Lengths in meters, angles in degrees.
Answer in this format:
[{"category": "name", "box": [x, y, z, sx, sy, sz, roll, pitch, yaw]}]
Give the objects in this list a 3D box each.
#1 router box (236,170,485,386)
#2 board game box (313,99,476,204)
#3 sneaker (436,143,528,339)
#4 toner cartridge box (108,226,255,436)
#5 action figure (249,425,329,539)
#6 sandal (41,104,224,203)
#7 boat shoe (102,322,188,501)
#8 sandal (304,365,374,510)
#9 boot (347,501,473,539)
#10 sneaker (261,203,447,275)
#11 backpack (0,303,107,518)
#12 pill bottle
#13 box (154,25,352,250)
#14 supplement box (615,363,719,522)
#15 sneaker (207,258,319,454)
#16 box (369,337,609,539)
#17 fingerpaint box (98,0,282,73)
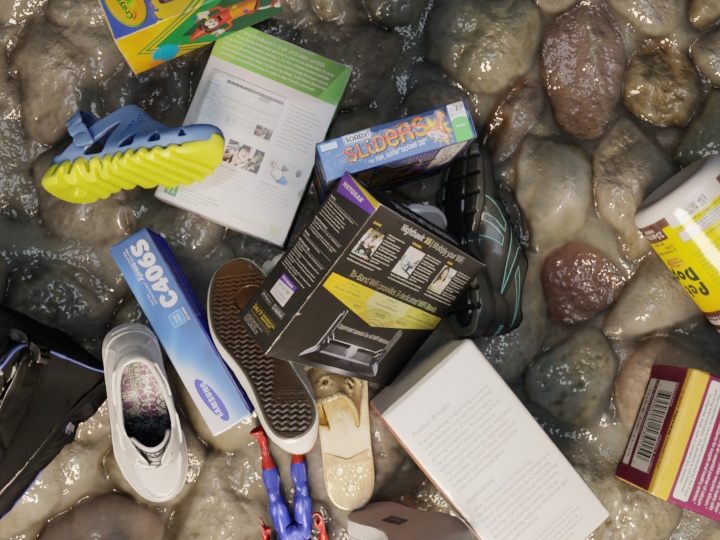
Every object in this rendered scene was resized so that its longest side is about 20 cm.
[{"category": "router box", "box": [0.008, 0.017, 0.752, 0.158, 0.199, 0.052, -52, 55, 10]}, {"category": "board game box", "box": [0.024, -0.103, 0.785, 0.134, 0.200, 0.035, -17, 89, -5]}, {"category": "sneaker", "box": [0.127, -0.029, 0.863, 0.078, 0.075, 0.203, 4, 80, -30]}, {"category": "toner cartridge box", "box": [-0.169, 0.059, 0.816, 0.043, 0.095, 0.202, -30, 88, -4]}, {"category": "action figure", "box": [-0.067, 0.256, 0.836, 0.065, 0.052, 0.203, -11, 90, -8]}, {"category": "sandal", "box": [-0.223, -0.124, 0.815, 0.197, 0.079, 0.088, -4, 73, 18]}, {"category": "boat shoe", "box": [-0.197, 0.148, 0.782, 0.071, 0.069, 0.202, -6, 118, -17]}, {"category": "sandal", "box": [-0.024, 0.135, 0.832, 0.077, 0.070, 0.215, -12, 87, -4]}, {"category": "boot", "box": [0.052, 0.279, 0.771, 0.073, 0.200, 0.097, -16, 91, -22]}, {"category": "sneaker", "box": [0.000, 0.000, 0.837, 0.198, 0.075, 0.083, -25, 72, 7]}, {"category": "backpack", "box": [-0.354, 0.132, 0.762, 0.146, 0.183, 0.201, 32, 83, 22]}, {"category": "pill bottle", "box": [0.378, -0.010, 0.847, 0.109, 0.109, 0.201, -38, 89, -5]}, {"category": "box", "box": [-0.108, -0.141, 0.863, 0.143, 0.036, 0.202, 22, 87, -2]}, {"category": "supplement box", "box": [0.382, 0.189, 0.838, 0.198, 0.103, 0.132, 22, 85, -1]}, {"category": "sneaker", "box": [-0.094, 0.086, 0.797, 0.072, 0.085, 0.202, -20, 63, -7]}, {"category": "box", "box": [0.114, 0.174, 0.797, 0.106, 0.152, 0.201, -39, 89, -5]}, {"category": "fingerpaint box", "box": [-0.193, -0.326, 0.832, 0.165, 0.073, 0.202, -23, 77, -4]}]
